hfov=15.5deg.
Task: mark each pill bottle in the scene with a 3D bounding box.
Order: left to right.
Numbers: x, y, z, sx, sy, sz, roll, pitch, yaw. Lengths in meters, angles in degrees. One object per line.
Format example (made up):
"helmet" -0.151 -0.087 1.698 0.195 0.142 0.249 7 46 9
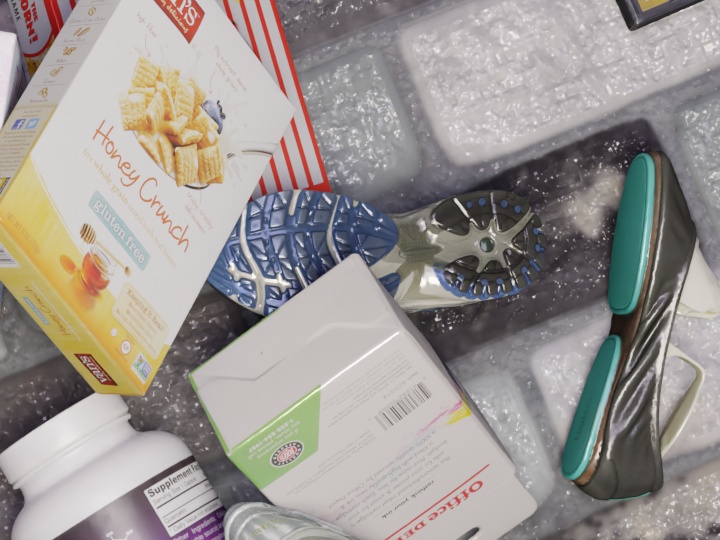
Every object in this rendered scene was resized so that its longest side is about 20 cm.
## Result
"pill bottle" -0.116 0.168 1.446 0.112 0.112 0.201 -32 87 -8

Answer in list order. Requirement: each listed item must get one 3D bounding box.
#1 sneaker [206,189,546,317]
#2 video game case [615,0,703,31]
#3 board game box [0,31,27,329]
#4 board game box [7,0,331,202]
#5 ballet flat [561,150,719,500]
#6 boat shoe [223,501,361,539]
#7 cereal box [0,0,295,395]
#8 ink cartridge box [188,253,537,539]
"sneaker" 0.000 0.000 1.482 0.198 0.085 0.078 0 79 -20
"video game case" 0.201 -0.269 1.573 0.180 0.026 0.201 -23 87 -8
"board game box" -0.212 -0.013 1.415 0.041 0.200 0.202 8 82 -3
"board game box" -0.112 -0.116 1.481 0.151 0.046 0.202 -14 85 -38
"ballet flat" 0.168 0.035 1.518 0.068 0.068 0.202 13 92 -14
"boat shoe" -0.003 0.179 1.435 0.075 0.202 0.065 -53 50 1
"cereal box" -0.119 -0.057 1.376 0.144 0.039 0.201 52 51 -38
"ink cartridge box" 0.006 0.095 1.448 0.117 0.200 0.067 -35 48 2
